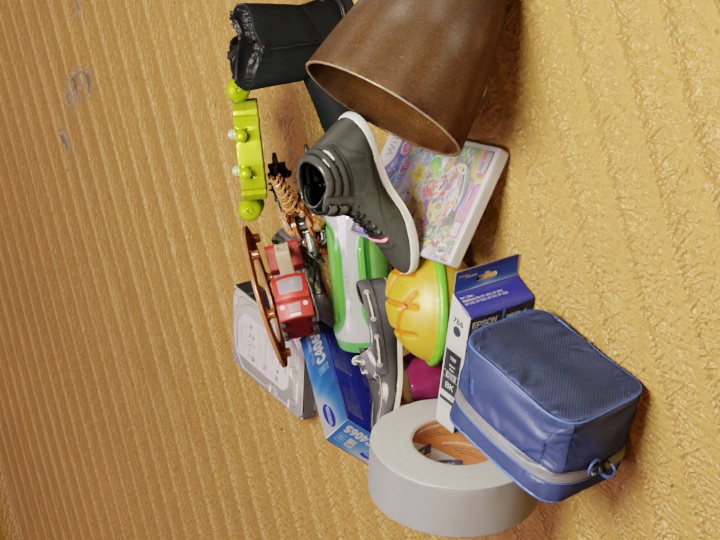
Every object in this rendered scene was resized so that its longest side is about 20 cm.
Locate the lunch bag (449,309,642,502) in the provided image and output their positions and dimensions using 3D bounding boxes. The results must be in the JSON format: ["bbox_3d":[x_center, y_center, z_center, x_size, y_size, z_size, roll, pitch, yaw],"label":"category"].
[{"bbox_3d":[0.200,0.154,1.465,0.200,0.136,0.133,42,136,38],"label":"lunch bag"}]

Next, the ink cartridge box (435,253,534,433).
[{"bbox_3d":[0.143,0.084,1.556,0.039,0.099,0.200,36,133,44],"label":"ink cartridge box"}]

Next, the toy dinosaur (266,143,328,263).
[{"bbox_3d":[-0.067,-0.085,1.771,0.200,0.102,0.136,97,168,-69],"label":"toy dinosaur"}]

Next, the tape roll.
[{"bbox_3d":[0.109,0.224,1.573,0.200,0.200,0.066,32,128,47],"label":"tape roll"}]

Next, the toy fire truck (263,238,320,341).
[{"bbox_3d":[-0.091,0.016,1.765,0.200,0.049,0.141,88,168,-78],"label":"toy fire truck"}]

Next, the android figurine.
[{"bbox_3d":[-0.143,-0.155,1.734,0.200,0.041,0.182,-102,6,-78],"label":"android figurine"}]

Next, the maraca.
[{"bbox_3d":[0.081,0.015,1.622,0.137,0.107,0.200,117,150,-63],"label":"maraca"}]

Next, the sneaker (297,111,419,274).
[{"bbox_3d":[-0.008,-0.067,1.521,0.071,0.099,0.200,6,126,54],"label":"sneaker"}]

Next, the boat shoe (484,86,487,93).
[{"bbox_3d":[0.064,-0.240,1.568,0.200,0.073,0.062,47,135,28],"label":"boat shoe"}]

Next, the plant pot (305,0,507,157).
[{"bbox_3d":[0.071,-0.253,1.434,0.187,0.187,0.200,22,81,51],"label":"plant pot"}]

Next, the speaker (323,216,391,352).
[{"bbox_3d":[0.000,0.000,1.750,0.088,0.088,0.200,18,117,53],"label":"speaker"}]

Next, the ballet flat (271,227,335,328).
[{"bbox_3d":[-0.081,0.034,1.902,0.072,0.072,0.201,-23,84,57],"label":"ballet flat"}]

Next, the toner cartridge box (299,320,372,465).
[{"bbox_3d":[-0.017,0.158,1.765,0.043,0.095,0.200,-44,33,18],"label":"toner cartridge box"}]

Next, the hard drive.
[{"bbox_3d":[-0.127,0.117,2.036,0.200,0.038,0.140,35,131,44],"label":"hard drive"}]

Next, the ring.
[{"bbox_3d":[-0.124,0.034,1.851,0.200,0.019,0.201,-16,-90,-88],"label":"ring"}]

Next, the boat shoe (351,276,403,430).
[{"bbox_3d":[0.018,0.106,1.683,0.073,0.063,0.200,147,127,-75],"label":"boat shoe"}]

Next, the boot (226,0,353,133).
[{"bbox_3d":[-0.083,-0.241,1.699,0.076,0.168,0.200,19,119,52],"label":"boot"}]

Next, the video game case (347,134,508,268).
[{"bbox_3d":[0.075,-0.090,1.592,0.200,0.018,0.143,20,85,52],"label":"video game case"}]

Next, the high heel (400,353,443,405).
[{"bbox_3d":[0.053,0.141,1.718,0.200,0.096,0.068,-32,77,56],"label":"high heel"}]
